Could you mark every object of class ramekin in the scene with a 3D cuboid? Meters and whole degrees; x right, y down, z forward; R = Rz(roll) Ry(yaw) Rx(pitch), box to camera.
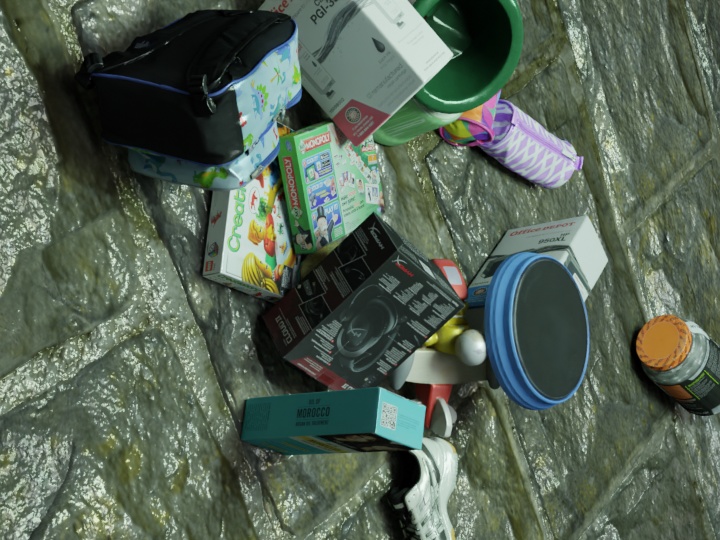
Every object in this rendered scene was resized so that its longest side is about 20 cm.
[{"bbox_3d":[0.063,-0.272,1.591,0.199,0.097,0.203,12,75,-49],"label":"ramekin"}]

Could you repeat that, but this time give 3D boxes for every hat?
[{"bbox_3d":[0.103,-0.312,1.558,0.199,0.176,0.167,-36,119,-7],"label":"hat"}]

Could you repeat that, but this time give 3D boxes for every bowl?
[{"bbox_3d":[0.230,0.076,1.554,0.199,0.039,0.204,12,74,-48],"label":"bowl"}]

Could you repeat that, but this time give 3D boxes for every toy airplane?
[{"bbox_3d":[0.109,0.112,1.545,0.200,0.140,0.200,-48,113,-29],"label":"toy airplane"}]

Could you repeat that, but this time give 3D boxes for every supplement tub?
[{"bbox_3d":[0.563,0.161,2.101,0.199,0.121,0.124,37,57,-41],"label":"supplement tub"}]

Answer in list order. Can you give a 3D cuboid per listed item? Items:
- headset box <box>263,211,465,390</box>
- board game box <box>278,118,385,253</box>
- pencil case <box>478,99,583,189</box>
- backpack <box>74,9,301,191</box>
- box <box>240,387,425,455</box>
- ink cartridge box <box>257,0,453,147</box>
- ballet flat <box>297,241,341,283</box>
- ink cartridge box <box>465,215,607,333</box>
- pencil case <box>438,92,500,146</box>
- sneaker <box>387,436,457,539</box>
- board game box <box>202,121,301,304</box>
[{"bbox_3d":[-0.002,0.054,1.399,0.148,0.200,0.078,36,16,-44],"label":"headset box"},{"bbox_3d":[-0.032,-0.111,1.464,0.200,0.029,0.137,-31,114,-60],"label":"board game box"},{"bbox_3d":[0.249,-0.185,1.812,0.199,0.085,0.085,21,79,-45],"label":"pencil case"},{"bbox_3d":[-0.157,-0.182,1.257,0.200,0.181,0.149,-51,144,-46],"label":"backpack"},{"bbox_3d":[-0.032,0.166,1.322,0.082,0.198,0.050,26,63,-44],"label":"box"},{"bbox_3d":[-0.014,-0.270,1.417,0.200,0.146,0.083,48,44,-4],"label":"ink cartridge box"},{"bbox_3d":[0.000,0.000,1.469,0.199,0.070,0.072,0,84,-61],"label":"ballet flat"},{"bbox_3d":[0.244,0.019,1.723,0.200,0.143,0.085,-51,121,-42],"label":"ink cartridge box"},{"bbox_3d":[0.168,-0.272,1.734,0.088,0.088,0.202,39,57,-39],"label":"pencil case"},{"bbox_3d":[0.069,0.310,1.532,0.087,0.075,0.203,14,67,-34],"label":"sneaker"},{"bbox_3d":[-0.115,-0.075,1.391,0.126,0.034,0.203,22,67,-47],"label":"board game box"}]
